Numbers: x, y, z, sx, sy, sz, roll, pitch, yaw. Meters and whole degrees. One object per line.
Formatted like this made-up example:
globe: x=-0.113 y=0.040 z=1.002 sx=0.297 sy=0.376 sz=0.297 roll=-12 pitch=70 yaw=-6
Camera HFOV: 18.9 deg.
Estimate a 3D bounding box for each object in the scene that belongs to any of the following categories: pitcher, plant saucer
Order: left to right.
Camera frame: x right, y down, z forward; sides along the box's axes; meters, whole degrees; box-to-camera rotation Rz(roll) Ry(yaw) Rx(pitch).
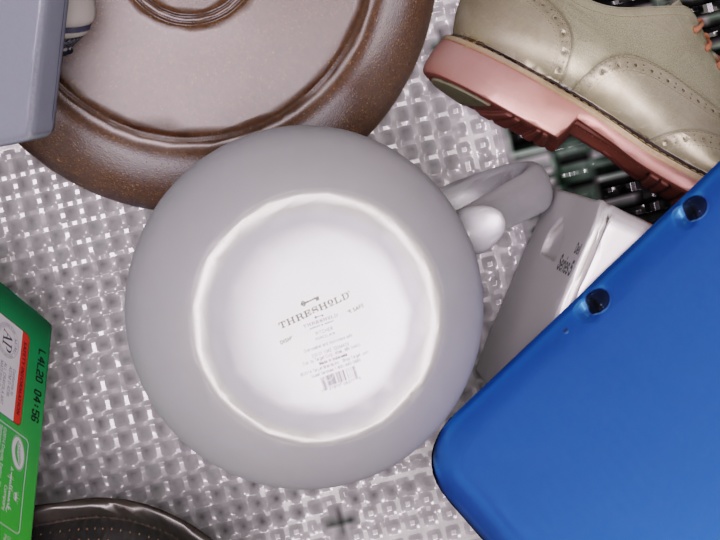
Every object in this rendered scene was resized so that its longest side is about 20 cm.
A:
plant saucer: x=-0.067 y=-0.123 z=0.843 sx=0.198 sy=0.032 sz=0.202 roll=0 pitch=93 yaw=-5
pitcher: x=0.000 y=0.000 z=0.769 sx=0.170 sy=0.200 sz=0.122 roll=-26 pitch=94 yaw=-3

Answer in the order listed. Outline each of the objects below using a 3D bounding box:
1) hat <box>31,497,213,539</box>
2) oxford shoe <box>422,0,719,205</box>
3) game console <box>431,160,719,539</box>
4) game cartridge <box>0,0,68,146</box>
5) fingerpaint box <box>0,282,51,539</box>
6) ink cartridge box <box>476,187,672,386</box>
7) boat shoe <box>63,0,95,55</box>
hat: x=-0.095 y=0.168 z=0.829 sx=0.199 sy=0.081 sz=0.203 roll=2 pitch=109 yaw=5
oxford shoe: x=0.127 y=-0.064 z=0.838 sx=0.199 sy=0.071 sz=0.074 roll=26 pitch=88 yaw=-4
game console: x=0.157 y=0.068 z=0.726 sx=0.200 sy=0.118 sz=0.171 roll=-43 pitch=126 yaw=2
game cartridge: x=-0.194 y=-0.110 z=0.742 sx=0.198 sy=0.041 sz=0.134 roll=12 pitch=100 yaw=11
fingerpaint box: x=-0.199 y=0.109 z=0.746 sx=0.166 sy=0.073 sz=0.202 roll=-16 pitch=54 yaw=23
ink cartridge box: x=0.152 y=0.050 z=0.806 sx=0.199 sy=0.146 sz=0.085 roll=25 pitch=92 yaw=-4
boat shoe: x=-0.188 y=-0.057 z=0.808 sx=0.198 sy=0.075 sz=0.094 roll=-4 pitch=99 yaw=18
